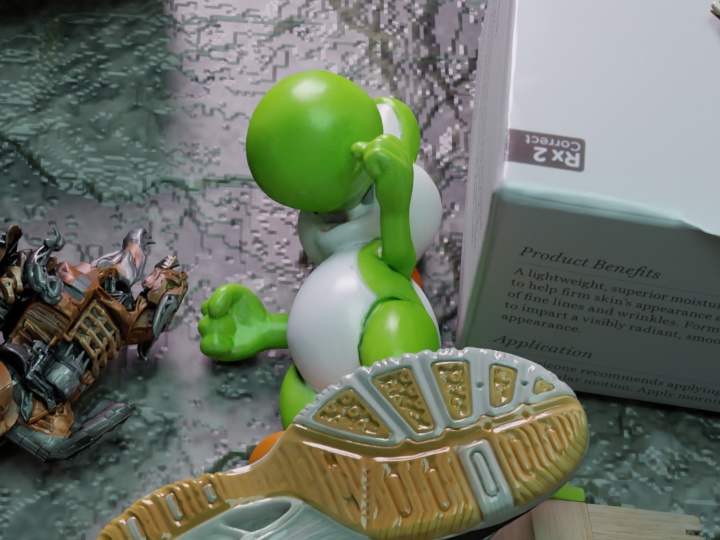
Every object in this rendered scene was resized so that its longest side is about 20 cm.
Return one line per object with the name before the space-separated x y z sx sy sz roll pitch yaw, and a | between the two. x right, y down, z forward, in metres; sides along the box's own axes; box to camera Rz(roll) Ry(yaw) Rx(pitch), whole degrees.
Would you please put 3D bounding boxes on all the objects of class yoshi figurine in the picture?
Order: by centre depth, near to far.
yoshi figurine | -0.014 -0.005 0.920 0.112 0.112 0.201 0 50 0

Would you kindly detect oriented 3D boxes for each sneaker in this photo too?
sneaker | -0.005 0.096 0.830 0.199 0.088 0.076 -23 56 5

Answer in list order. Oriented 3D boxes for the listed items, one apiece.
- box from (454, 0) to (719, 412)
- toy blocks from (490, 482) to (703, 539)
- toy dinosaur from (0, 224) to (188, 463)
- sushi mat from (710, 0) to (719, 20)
box | 0.150 -0.055 0.963 0.198 0.131 0.201 9 53 -2
toy blocks | 0.124 0.169 0.825 0.136 0.100 0.201 8 52 -21
toy dinosaur | -0.166 0.027 0.887 0.200 0.102 0.136 -26 76 -49
sushi mat | 0.242 -0.066 0.895 0.095 0.012 0.200 -32 65 -28
